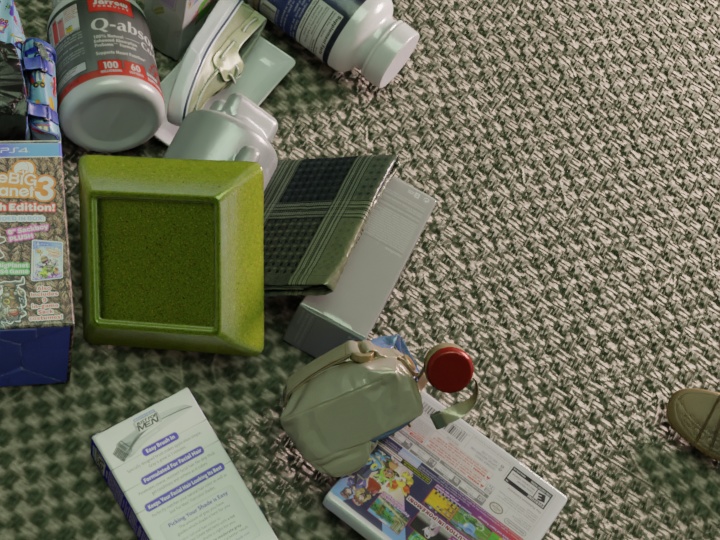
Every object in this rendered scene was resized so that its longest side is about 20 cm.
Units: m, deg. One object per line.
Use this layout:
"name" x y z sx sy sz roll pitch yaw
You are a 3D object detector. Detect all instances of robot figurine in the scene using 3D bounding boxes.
"robot figurine" -0.163 -0.092 1.267 0.113 0.170 0.200 34 70 -23

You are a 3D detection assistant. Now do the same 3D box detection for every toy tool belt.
"toy tool belt" 0.016 0.118 1.207 0.200 0.123 0.125 -27 102 4

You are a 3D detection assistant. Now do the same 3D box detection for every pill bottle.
"pill bottle" -0.030 -0.314 1.440 0.200 0.111 0.111 38 61 5
"pill bottle" -0.290 -0.242 1.327 0.116 0.116 0.200 -6 57 -17

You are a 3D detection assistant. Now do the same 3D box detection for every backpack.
"backpack" -0.392 -0.203 1.246 0.134 0.183 0.200 -3 69 -19

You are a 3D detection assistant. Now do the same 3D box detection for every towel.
"towel" -0.066 -0.047 1.281 0.192 0.035 0.200 1 49 36

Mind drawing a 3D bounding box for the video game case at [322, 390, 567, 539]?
"video game case" 0.090 0.239 1.223 0.200 0.023 0.182 36 50 12

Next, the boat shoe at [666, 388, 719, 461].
"boat shoe" 0.440 0.193 1.355 0.200 0.063 0.073 25 87 1

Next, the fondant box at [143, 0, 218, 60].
"fondant box" -0.177 -0.366 1.408 0.058 0.144 0.200 33 61 2

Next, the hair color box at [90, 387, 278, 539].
"hair color box" -0.172 0.230 1.167 0.109 0.065 0.200 -27 76 -24

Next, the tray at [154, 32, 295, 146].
"tray" -0.174 -0.211 1.403 0.107 0.022 0.200 34 61 4

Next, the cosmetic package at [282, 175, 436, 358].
"cosmetic package" 0.000 0.000 1.300 0.090 0.107 0.200 31 59 1

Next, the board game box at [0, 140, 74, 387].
"board game box" -0.344 -0.004 1.180 0.097 0.159 0.200 -3 66 -17

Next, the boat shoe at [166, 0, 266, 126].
"boat shoe" -0.165 -0.244 1.369 0.062 0.072 0.200 22 59 -1

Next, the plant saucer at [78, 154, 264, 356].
"plant saucer" -0.199 -0.011 1.186 0.199 0.048 0.200 3 102 12
